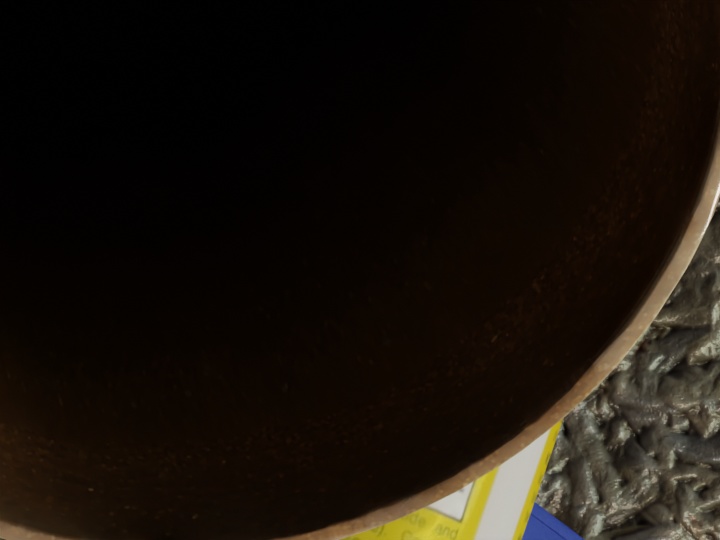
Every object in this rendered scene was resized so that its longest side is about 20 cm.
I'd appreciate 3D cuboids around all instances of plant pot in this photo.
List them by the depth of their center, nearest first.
[{"bbox_3d":[-0.042,-0.075,0.525,0.200,0.186,0.188,-113,-168,-58],"label":"plant pot"}]

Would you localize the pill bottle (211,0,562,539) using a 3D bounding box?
[{"bbox_3d":[-0.011,0.040,0.613,0.111,0.111,0.201,58,52,-77],"label":"pill bottle"}]

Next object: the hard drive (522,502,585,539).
[{"bbox_3d":[0.058,0.119,0.839,0.132,0.025,0.200,38,12,-15],"label":"hard drive"}]
